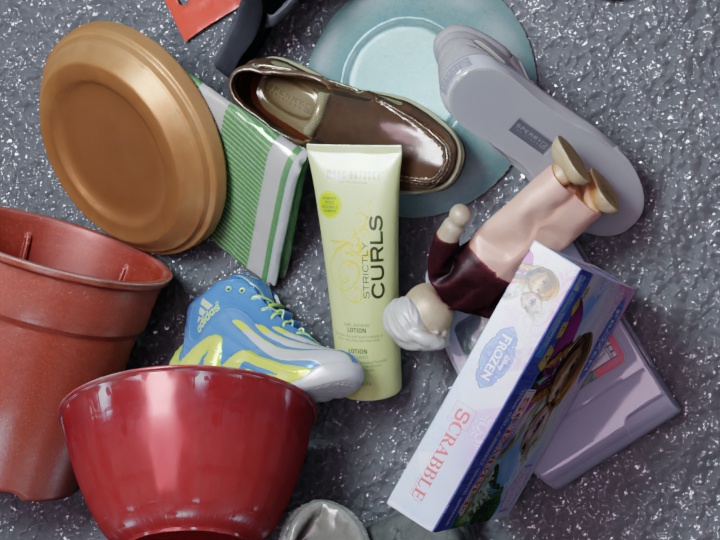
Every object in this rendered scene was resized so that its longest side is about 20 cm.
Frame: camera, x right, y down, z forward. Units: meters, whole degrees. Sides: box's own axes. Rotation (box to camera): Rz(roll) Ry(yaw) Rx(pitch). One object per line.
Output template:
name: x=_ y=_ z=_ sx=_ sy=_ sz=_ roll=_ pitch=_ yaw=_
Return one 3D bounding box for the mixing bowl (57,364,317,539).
mixing bowl: x=-0.129 y=0.159 z=1.303 sx=0.198 sy=0.200 sz=0.109 roll=-12 pitch=64 yaw=18

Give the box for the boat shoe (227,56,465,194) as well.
boat shoe: x=-0.018 y=-0.110 z=1.333 sx=0.201 sy=0.075 sz=0.075 roll=21 pitch=100 yaw=26

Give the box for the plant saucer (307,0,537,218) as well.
plant saucer: x=0.040 y=-0.145 z=1.377 sx=0.199 sy=0.039 sz=0.203 roll=-2 pitch=84 yaw=19

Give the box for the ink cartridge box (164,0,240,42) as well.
ink cartridge box: x=-0.096 y=-0.290 z=1.432 sx=0.199 sy=0.050 sz=0.110 roll=-31 pitch=77 yaw=14

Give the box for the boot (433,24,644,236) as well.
boot: x=0.135 y=-0.113 z=1.306 sx=0.073 sy=0.096 sz=0.200 roll=-41 pitch=118 yaw=19

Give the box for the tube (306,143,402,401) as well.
tube: x=0.000 y=0.000 z=1.331 sx=0.058 sy=0.052 sz=0.202 roll=-10 pitch=110 yaw=-21

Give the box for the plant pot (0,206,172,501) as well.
plant pot: x=-0.275 y=0.069 z=1.398 sx=0.199 sy=0.200 sz=0.197 roll=21 pitch=100 yaw=20

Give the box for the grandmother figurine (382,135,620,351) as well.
grandmother figurine: x=0.099 y=-0.006 z=1.280 sx=0.200 sy=0.061 sz=0.121 roll=-39 pitch=111 yaw=20

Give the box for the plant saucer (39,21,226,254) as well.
plant saucer: x=-0.193 y=-0.101 z=1.398 sx=0.199 sy=0.037 sz=0.202 roll=22 pitch=128 yaw=31

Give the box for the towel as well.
towel: x=-0.129 y=-0.094 z=1.396 sx=0.199 sy=0.023 sz=0.153 roll=36 pitch=140 yaw=20

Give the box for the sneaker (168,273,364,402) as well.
sneaker: x=-0.079 y=0.050 z=1.361 sx=0.199 sy=0.075 sz=0.106 roll=-5 pitch=77 yaw=39

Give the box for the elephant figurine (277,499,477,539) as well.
elephant figurine: x=-0.014 y=0.244 z=1.303 sx=0.198 sy=0.155 sz=0.143 roll=-1 pitch=99 yaw=11

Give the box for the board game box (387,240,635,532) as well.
board game box: x=0.112 y=0.084 z=1.209 sx=0.041 sy=0.199 sz=0.201 roll=31 pitch=97 yaw=19

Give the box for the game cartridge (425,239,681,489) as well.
game cartridge: x=0.139 y=0.058 z=1.326 sx=0.133 sy=0.041 sz=0.201 roll=-36 pitch=74 yaw=17

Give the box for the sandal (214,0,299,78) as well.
sandal: x=-0.062 y=-0.220 z=1.363 sx=0.043 sy=0.200 sz=0.076 roll=35 pitch=56 yaw=3
